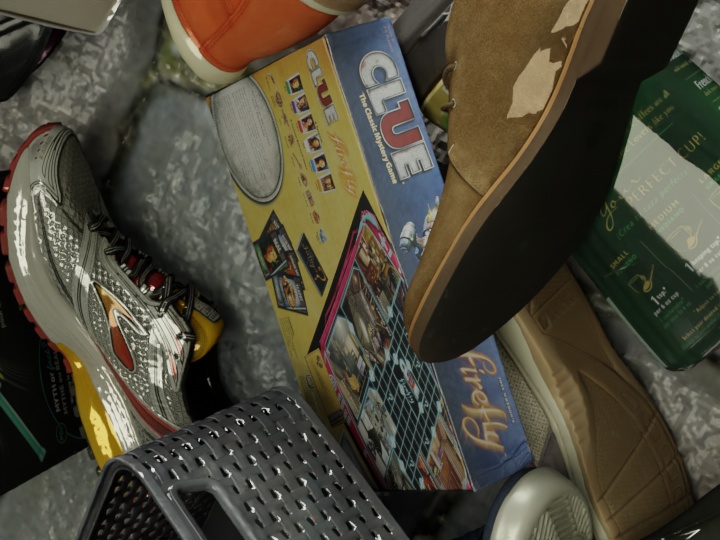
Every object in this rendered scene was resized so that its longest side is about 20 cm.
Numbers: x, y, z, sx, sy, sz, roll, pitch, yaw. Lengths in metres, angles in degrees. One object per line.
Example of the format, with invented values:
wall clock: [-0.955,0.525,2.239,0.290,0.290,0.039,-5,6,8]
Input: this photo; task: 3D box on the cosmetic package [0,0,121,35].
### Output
cosmetic package: [-0.170,-0.204,0.800,0.103,0.087,0.200,-56,51,22]

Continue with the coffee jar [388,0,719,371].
coffee jar: [0.106,-0.061,0.769,0.200,0.085,0.104,47,113,5]

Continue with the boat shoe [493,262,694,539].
boat shoe: [0.087,0.068,0.818,0.065,0.072,0.200,-24,97,43]

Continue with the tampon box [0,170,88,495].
tampon box: [-0.236,0.040,0.860,0.126,0.200,0.150,-6,99,22]

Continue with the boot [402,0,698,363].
boot: [0.060,-0.059,0.713,0.075,0.074,0.200,35,107,30]

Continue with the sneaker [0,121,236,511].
sneaker: [-0.109,0.018,0.882,0.082,0.078,0.200,-20,103,20]

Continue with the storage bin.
storage bin: [-0.061,0.166,0.826,0.135,0.094,0.200,52,142,22]

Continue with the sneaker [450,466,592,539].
sneaker: [0.048,0.143,0.805,0.085,0.075,0.200,31,145,23]

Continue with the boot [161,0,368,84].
boot: [-0.062,-0.181,0.797,0.107,0.075,0.200,-35,59,40]

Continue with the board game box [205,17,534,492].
board game box: [0.000,0.000,0.806,0.135,0.035,0.200,-12,96,63]

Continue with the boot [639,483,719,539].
boot: [0.191,0.179,0.764,0.138,0.077,0.200,-27,78,-10]

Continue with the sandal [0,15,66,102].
sandal: [-0.161,-0.118,0.871,0.200,0.075,0.048,-28,108,24]
